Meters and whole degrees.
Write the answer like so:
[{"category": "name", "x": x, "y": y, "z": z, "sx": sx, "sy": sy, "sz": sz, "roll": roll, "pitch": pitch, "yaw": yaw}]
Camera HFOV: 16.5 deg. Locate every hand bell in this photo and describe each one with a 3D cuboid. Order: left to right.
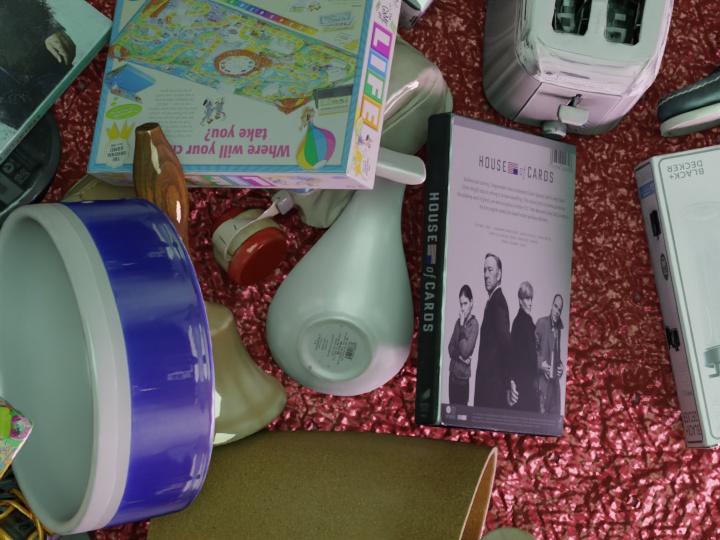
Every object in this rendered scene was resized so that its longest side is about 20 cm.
[{"category": "hand bell", "x": -0.116, "y": 0.002, "z": 1.574, "sx": 0.103, "sy": 0.104, "sz": 0.201, "roll": -15, "pitch": 112, "yaw": -8}]

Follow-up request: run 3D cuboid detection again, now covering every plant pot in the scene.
[{"category": "plant pot", "x": -0.030, "y": 0.176, "z": 1.598, "sx": 0.199, "sy": 0.186, "sz": 0.188, "roll": 16, "pitch": 83, "yaw": 8}]

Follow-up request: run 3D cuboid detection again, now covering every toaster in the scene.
[{"category": "toaster", "x": 0.151, "y": -0.192, "z": 1.661, "sx": 0.113, "sy": 0.129, "sz": 0.201, "roll": 11, "pitch": 84, "yaw": -7}]

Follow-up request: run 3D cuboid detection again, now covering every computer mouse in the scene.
[{"category": "computer mouse", "x": -0.279, "y": -0.038, "z": 1.628, "sx": 0.138, "sy": 0.053, "sz": 0.200, "roll": 43, "pitch": 74, "yaw": 12}]

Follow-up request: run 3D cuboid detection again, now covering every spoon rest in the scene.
[{"category": "spoon rest", "x": 0.000, "y": 0.000, "z": 1.628, "sx": 0.099, "sy": 0.061, "sz": 0.201, "roll": 17, "pitch": 124, "yaw": -4}]

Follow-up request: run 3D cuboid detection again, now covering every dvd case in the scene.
[{"category": "dvd case", "x": -0.283, "y": -0.166, "z": 1.632, "sx": 0.200, "sy": 0.022, "sz": 0.146, "roll": 37, "pitch": 73, "yaw": 10}, {"category": "dvd case", "x": 0.091, "y": 0.006, "z": 1.641, "sx": 0.025, "sy": 0.150, "sz": 0.202, "roll": -2, "pitch": 83, "yaw": 37}]

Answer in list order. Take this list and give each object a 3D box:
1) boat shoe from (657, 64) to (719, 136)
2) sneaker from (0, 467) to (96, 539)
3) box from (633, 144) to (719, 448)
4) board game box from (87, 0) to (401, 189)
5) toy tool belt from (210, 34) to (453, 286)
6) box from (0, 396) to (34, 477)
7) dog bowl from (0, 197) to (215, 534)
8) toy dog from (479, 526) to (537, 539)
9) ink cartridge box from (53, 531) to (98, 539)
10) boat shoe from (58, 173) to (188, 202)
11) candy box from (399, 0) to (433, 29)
[{"category": "boat shoe", "x": 0.285, "y": -0.151, "z": 1.701, "sx": 0.199, "sy": 0.075, "sz": 0.062, "roll": -24, "pitch": 90, "yaw": -10}, {"category": "sneaker", "x": -0.212, "y": 0.159, "z": 1.614, "sx": 0.078, "sy": 0.077, "sz": 0.200, "roll": 40, "pitch": 80, "yaw": 0}, {"category": "box", "x": 0.263, "y": 0.014, "z": 1.692, "sx": 0.116, "sy": 0.060, "sz": 0.201, "roll": -11, "pitch": 86, "yaw": -8}, {"category": "board game box", "x": -0.075, "y": -0.121, "z": 1.576, "sx": 0.199, "sy": 0.034, "sz": 0.135, "roll": 2, "pitch": 77, "yaw": 31}, {"category": "toy tool belt", "x": -0.045, "y": -0.094, "z": 1.648, "sx": 0.200, "sy": 0.125, "sz": 0.123, "roll": -42, "pitch": 65, "yaw": -7}, {"category": "box", "x": -0.317, "y": 0.096, "z": 1.483, "sx": 0.199, "sy": 0.193, "sz": 0.122, "roll": 34, "pitch": 74, "yaw": -5}, {"category": "dog bowl", "x": -0.162, "y": 0.057, "z": 1.522, "sx": 0.078, "sy": 0.200, "sz": 0.202, "roll": -7, "pitch": 86, "yaw": -26}, {"category": "toy dog", "x": 0.102, "y": 0.271, "z": 1.606, "sx": 0.096, "sy": 0.132, "sz": 0.201, "roll": 12, "pitch": 82, "yaw": 18}, {"category": "ink cartridge box", "x": -0.158, "y": 0.284, "z": 1.542, "sx": 0.082, "sy": 0.146, "sz": 0.201, "roll": -23, "pitch": 113, "yaw": -10}, {"category": "boat shoe", "x": -0.189, "y": -0.008, "z": 1.636, "sx": 0.071, "sy": 0.065, "sz": 0.200, "roll": 44, "pitch": 82, "yaw": -2}, {"category": "candy box", "x": 0.008, "y": -0.292, "z": 1.680, "sx": 0.200, "sy": 0.072, "sz": 0.168, "roll": 36, "pitch": 82, "yaw": -2}]
